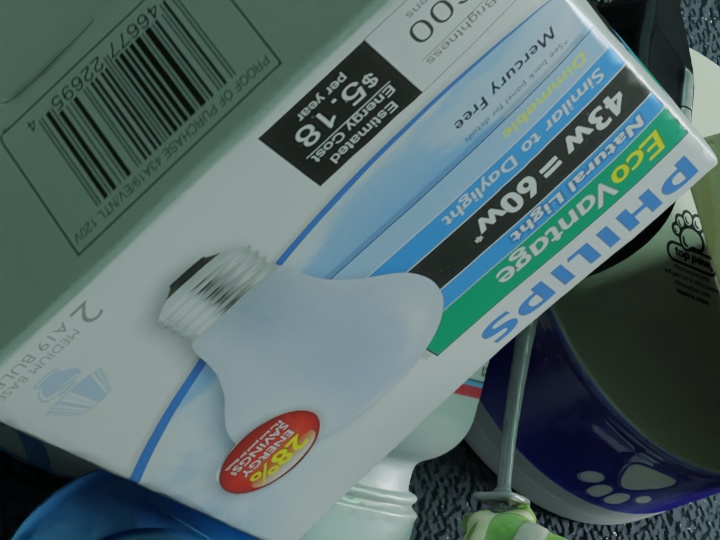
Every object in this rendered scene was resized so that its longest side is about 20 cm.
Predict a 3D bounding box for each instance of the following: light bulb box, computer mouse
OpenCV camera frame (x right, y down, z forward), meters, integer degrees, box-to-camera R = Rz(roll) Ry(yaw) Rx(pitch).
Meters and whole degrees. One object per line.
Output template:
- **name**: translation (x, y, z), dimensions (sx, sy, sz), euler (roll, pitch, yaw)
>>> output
- **light bulb box**: translation (-0.028, -0.040, 0.756), dimensions (0.125, 0.198, 0.200), euler (53, 10, 30)
- **computer mouse**: translation (0.120, -0.079, 0.969), dimensions (0.046, 0.140, 0.201), euler (40, 38, -35)

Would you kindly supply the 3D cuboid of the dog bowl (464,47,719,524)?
- **dog bowl**: translation (0.114, 0.003, 1.079), dimensions (0.199, 0.079, 0.202), euler (18, 61, -37)

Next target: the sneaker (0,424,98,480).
- **sneaker**: translation (-0.131, -0.011, 0.864), dimensions (0.201, 0.072, 0.072), euler (55, 44, -12)

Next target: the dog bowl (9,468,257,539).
- **dog bowl**: translation (-0.034, 0.146, 0.851), dimensions (0.199, 0.050, 0.112), euler (31, 77, -2)

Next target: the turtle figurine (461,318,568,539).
- **turtle figurine**: translation (0.088, 0.150, 0.950), dimensions (0.200, 0.194, 0.144), euler (49, 5, 39)

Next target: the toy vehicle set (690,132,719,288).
- **toy vehicle set**: translation (0.158, 0.027, 0.954), dimensions (0.200, 0.026, 0.125), euler (37, 37, -75)

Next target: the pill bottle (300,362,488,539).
- **pill bottle**: translation (0.000, 0.000, 0.917), dimensions (0.108, 0.108, 0.202), euler (16, 88, -37)
